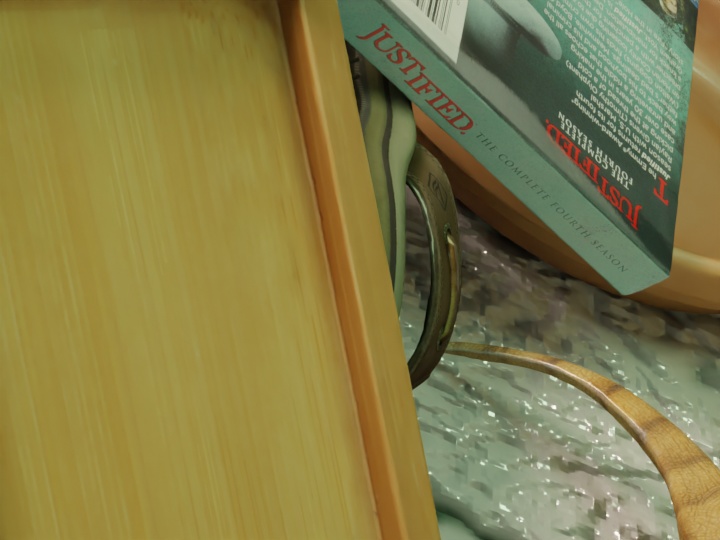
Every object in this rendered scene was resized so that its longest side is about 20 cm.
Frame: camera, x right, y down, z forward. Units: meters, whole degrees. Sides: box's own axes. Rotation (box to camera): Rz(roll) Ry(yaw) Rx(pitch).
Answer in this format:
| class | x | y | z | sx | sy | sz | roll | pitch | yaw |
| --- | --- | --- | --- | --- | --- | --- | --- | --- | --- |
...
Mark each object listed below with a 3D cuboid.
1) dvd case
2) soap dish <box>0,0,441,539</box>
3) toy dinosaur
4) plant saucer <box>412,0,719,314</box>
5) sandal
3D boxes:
| class | x | y | z | sx | sy | sz | roll | pitch | yaw |
| --- | --- | --- | --- | --- | --- | --- | --- | --- | --- |
| dvd case | 0.052 | -0.110 | 0.786 | 0.146 | 0.022 | 0.200 | 40 | 42 | -31 |
| soap dish | -0.061 | 0.015 | 0.535 | 0.157 | 0.081 | 0.200 | -8 | 86 | -46 |
| toy dinosaur | 0.103 | 0.074 | 0.693 | 0.106 | 0.060 | 0.200 | 8 | 38 | -29 |
| plant saucer | 0.084 | -0.052 | 0.873 | 0.200 | 0.037 | 0.200 | 20 | 34 | -15 |
| sandal | 0.001 | -0.001 | 0.703 | 0.057 | 0.080 | 0.201 | 37 | 29 | -16 |
